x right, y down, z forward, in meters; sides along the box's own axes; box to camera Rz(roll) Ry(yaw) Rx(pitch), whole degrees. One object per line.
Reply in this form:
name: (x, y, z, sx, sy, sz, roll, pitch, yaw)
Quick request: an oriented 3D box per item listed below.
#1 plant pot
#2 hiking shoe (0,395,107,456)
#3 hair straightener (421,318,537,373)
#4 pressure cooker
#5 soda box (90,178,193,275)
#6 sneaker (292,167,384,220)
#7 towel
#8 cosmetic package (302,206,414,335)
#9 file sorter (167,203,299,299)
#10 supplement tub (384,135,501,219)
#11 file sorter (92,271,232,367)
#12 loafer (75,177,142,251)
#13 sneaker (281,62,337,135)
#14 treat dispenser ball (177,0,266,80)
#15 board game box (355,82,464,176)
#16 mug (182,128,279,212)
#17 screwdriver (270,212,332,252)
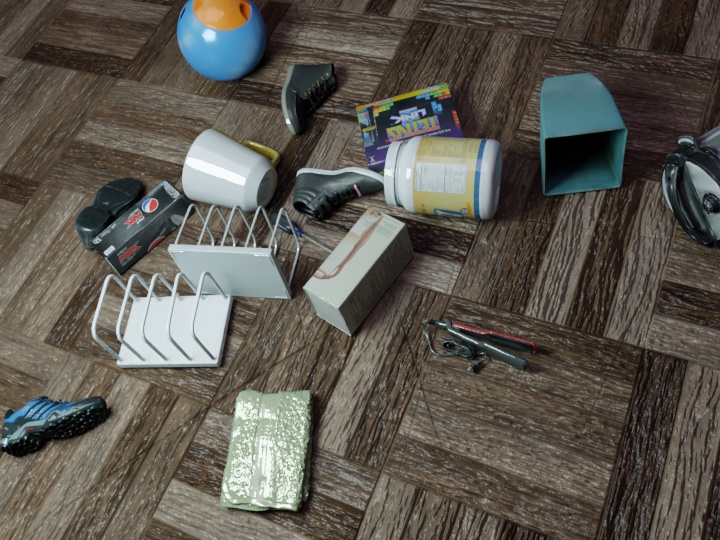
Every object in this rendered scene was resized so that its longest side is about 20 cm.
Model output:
plant pot: (0.398, -0.267, 1.354, 0.140, 0.142, 0.201, -6, 50, 9)
hiking shoe: (-0.546, 0.252, 1.281, 0.198, 0.075, 0.087, -20, 57, 0)
hair straightener: (0.188, 0.128, 1.207, 0.198, 0.041, 0.077, 18, 64, 23)
pressure cooker: (0.600, -0.147, 1.202, 0.199, 0.179, 0.176, -31, 60, -8)
soda box: (-0.440, -0.089, 1.471, 0.200, 0.071, 0.063, -43, 62, -16)
sneaker: (-0.045, -0.145, 1.420, 0.198, 0.071, 0.100, 4, 61, 22)
towel: (-0.149, 0.290, 1.187, 0.147, 0.037, 0.202, -2, 58, 11)
cosmetic package: (0.000, 0.000, 1.296, 0.087, 0.104, 0.200, 27, 66, 28)
file sorter: (-0.226, -0.041, 1.354, 0.198, 0.139, 0.125, 3, 56, 15)
supplement tub: (0.154, -0.173, 1.342, 0.198, 0.145, 0.146, 6, 60, 17)
file sorter: (-0.354, 0.084, 1.304, 0.198, 0.125, 0.140, -2, 58, 12)
loafer: (-0.523, -0.122, 1.513, 0.072, 0.073, 0.201, 24, 44, 7)
sneaker: (-0.109, -0.382, 1.575, 0.105, 0.075, 0.202, -7, 56, 12)
treat dispenser ball: (-0.313, -0.534, 1.644, 0.199, 0.201, 0.203, -6, 57, 9)
board game box: (0.101, -0.284, 1.478, 0.198, 0.057, 0.166, -14, 55, 4)
mug: (-0.244, -0.205, 1.462, 0.152, 0.150, 0.188, 21, 71, 15)
screwdriver: (-0.102, -0.059, 1.402, 0.199, 0.028, 0.029, 36, 102, 28)
